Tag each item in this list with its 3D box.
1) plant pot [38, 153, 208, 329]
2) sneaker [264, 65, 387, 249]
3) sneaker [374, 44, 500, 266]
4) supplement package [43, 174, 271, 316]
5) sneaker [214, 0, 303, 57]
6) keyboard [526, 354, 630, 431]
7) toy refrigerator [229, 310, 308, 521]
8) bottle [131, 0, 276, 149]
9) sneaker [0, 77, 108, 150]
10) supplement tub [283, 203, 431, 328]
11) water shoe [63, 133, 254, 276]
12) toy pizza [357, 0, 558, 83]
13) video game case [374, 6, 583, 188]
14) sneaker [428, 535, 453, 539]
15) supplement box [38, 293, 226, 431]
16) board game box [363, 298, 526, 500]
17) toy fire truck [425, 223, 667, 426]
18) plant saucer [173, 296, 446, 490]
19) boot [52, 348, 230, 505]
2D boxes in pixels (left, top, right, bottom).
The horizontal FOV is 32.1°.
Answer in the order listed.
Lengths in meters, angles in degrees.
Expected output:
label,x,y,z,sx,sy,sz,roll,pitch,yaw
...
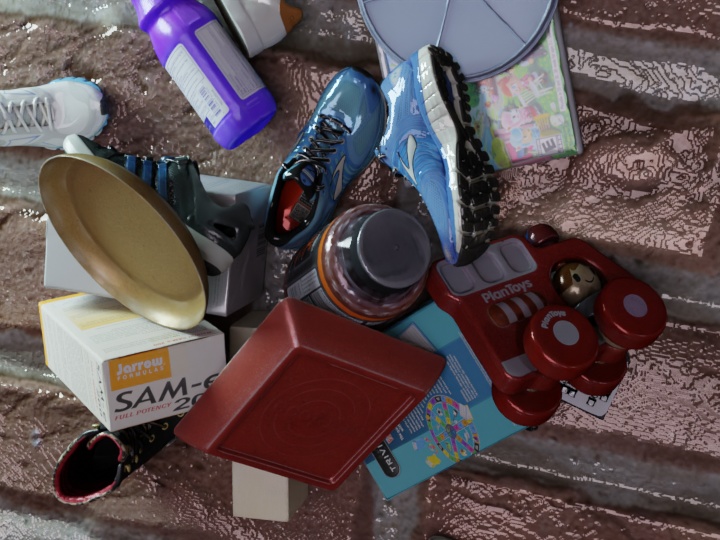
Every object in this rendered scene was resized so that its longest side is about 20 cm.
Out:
label,x,y,z,sx,sy,sz,roll,pitch,yaw
plant pot,-0.210,-0.030,1.141,0.198,0.028,0.202,28,145,21
sneaker,-0.036,-0.103,1.229,0.078,0.090,0.202,27,106,7
sneaker,0.067,-0.099,1.156,0.088,0.078,0.203,-20,77,34
supplement package,-0.203,-0.037,1.269,0.197,0.120,0.123,9,101,12
sneaker,-0.122,-0.315,1.231,0.084,0.073,0.202,-29,92,-6
keyboard,0.157,0.097,1.257,0.198,0.021,0.129,25,106,10
toy refrigerator,-0.097,0.149,1.303,0.069,0.076,0.204,2,102,14
bottle,-0.164,-0.219,1.243,0.065,0.083,0.201,-36,90,-24
sneaker,-0.360,-0.157,1.304,0.197,0.087,0.076,-5,98,14
supplement tub,0.000,0.000,1.178,0.105,0.200,0.109,4,77,-18
water shoe,-0.187,-0.076,1.173,0.199,0.072,0.079,37,76,8
toy pizza,0.091,-0.278,1.171,0.197,0.032,0.204,3,100,15
video game case,0.109,-0.195,1.209,0.179,0.022,0.203,-10,99,16
sneaker,0.127,0.362,1.290,0.199,0.074,0.116,36,110,6
supplement box,-0.228,0.079,1.241,0.124,0.199,0.075,-12,111,-28
board game box,0.069,0.118,1.251,0.199,0.047,0.152,-32,91,29
toy fire truck,0.176,0.033,1.166,0.169,0.198,0.113,59,150,23
plant saucer,-0.044,0.132,1.188,0.198,0.037,0.200,22,122,-33
boot,-0.225,0.160,1.298,0.199,0.151,0.074,-36,91,18
